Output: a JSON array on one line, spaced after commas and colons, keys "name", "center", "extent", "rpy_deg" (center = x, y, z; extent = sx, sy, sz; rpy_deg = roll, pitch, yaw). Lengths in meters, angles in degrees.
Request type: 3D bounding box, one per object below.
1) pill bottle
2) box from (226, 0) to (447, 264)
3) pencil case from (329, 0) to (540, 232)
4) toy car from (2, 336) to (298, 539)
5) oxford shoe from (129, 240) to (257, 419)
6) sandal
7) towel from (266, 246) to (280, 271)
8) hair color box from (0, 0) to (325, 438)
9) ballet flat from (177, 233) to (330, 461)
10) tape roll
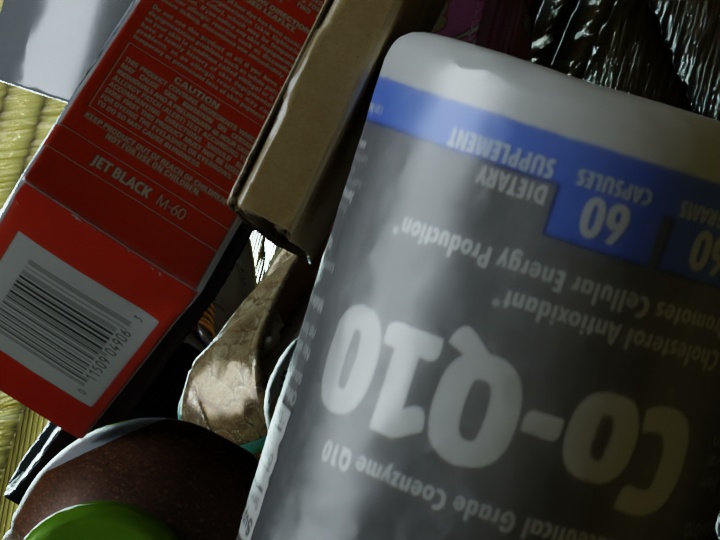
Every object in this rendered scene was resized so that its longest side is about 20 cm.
[{"name": "pill bottle", "center": [0.032, 0.051, 0.565], "extent": [0.114, 0.113, 0.201], "rpy_deg": [-138, 65, -78]}, {"name": "box", "center": [0.020, -0.098, 0.641], "extent": [0.163, 0.021, 0.201], "rpy_deg": [55, -119, -87]}, {"name": "pencil case", "center": [0.035, -0.101, 0.863], "extent": [0.087, 0.082, 0.201], "rpy_deg": [49, -127, -71]}, {"name": "toy car", "center": [-0.008, 0.051, 0.727], "extent": [0.200, 0.157, 0.164], "rpy_deg": [-63, 0, -3]}, {"name": "oxford shoe", "center": [-0.077, 0.036, 1.043], "extent": [0.073, 0.071, 0.201], "rpy_deg": [115, 165, -51]}, {"name": "sandal", "center": [-0.073, -0.006, 0.813], "extent": [0.201, 0.048, 0.075], "rpy_deg": [-56, 9, -11]}, {"name": "towel", "center": [-0.043, 0.087, 1.031], "extent": [0.148, 0.036, 0.201], "rpy_deg": [96, -171, -76]}, {"name": "hair color box", "center": [-0.053, -0.058, 0.719], "extent": [0.111, 0.064, 0.200], "rpy_deg": [-48, 11, 53]}, {"name": "ballet flat", "center": [0.000, 0.000, 0.915], "extent": [0.065, 0.071, 0.200], "rpy_deg": [-6, 48, 48]}, {"name": "tape roll", "center": [-0.079, -0.098, 1.110], "extent": [0.200, 0.200, 0.066], "rpy_deg": [-147, 74, -79]}]
